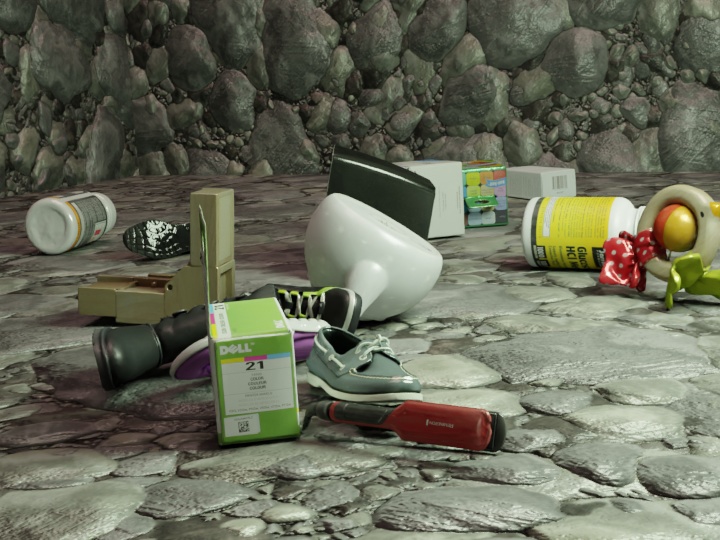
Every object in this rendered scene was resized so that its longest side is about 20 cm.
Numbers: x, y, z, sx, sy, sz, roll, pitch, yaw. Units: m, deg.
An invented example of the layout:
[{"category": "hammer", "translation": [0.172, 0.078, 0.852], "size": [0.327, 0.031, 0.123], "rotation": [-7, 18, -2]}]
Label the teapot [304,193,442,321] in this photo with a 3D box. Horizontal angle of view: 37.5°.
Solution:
[{"category": "teapot", "translation": [0.000, 0.000, 1.389], "size": [0.197, 0.146, 0.200], "rotation": [38, 13, 36]}]

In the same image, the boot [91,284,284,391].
[{"category": "boot", "translation": [-0.179, 0.070, 1.148], "size": [0.200, 0.066, 0.165], "rotation": [-12, 6, -4]}]

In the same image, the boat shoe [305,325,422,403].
[{"category": "boat shoe", "translation": [0.000, 0.091, 1.030], "size": [0.073, 0.062, 0.200], "rotation": [5, 0, -24]}]

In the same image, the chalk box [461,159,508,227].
[{"category": "chalk box", "translation": [0.237, -0.158, 2.208], "size": [0.125, 0.124, 0.200], "rotation": [-5, 10, -4]}]

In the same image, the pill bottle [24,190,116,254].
[{"category": "pill bottle", "translation": [-0.594, -0.104, 2.196], "size": [0.116, 0.117, 0.200], "rotation": [0, 10, 15]}]

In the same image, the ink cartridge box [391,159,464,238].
[{"category": "ink cartridge box", "translation": [0.083, -0.137, 2.076], "size": [0.200, 0.145, 0.147], "rotation": [-7, 10, -18]}]

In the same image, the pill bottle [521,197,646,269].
[{"category": "pill bottle", "translation": [0.361, -0.058, 1.649], "size": [0.200, 0.113, 0.112], "rotation": [2, 11, 28]}]

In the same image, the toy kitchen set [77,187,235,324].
[{"category": "toy kitchen set", "translation": [-0.272, -0.029, 1.495], "size": [0.200, 0.181, 0.163], "rotation": [3, 10, 9]}]

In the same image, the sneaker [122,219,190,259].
[{"category": "sneaker", "translation": [-0.366, -0.057, 2.044], "size": [0.200, 0.076, 0.088], "rotation": [-5, -5, -30]}]

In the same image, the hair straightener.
[{"category": "hair straightener", "translation": [0.036, 0.137, 0.931], "size": [0.200, 0.041, 0.077], "rotation": [-4, -13, 30]}]

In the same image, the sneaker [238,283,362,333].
[{"category": "sneaker", "translation": [-0.083, 0.052, 1.260], "size": [0.083, 0.072, 0.200], "rotation": [20, -18, -38]}]

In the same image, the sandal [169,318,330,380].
[{"category": "sandal", "translation": [-0.105, 0.091, 1.137], "size": [0.202, 0.083, 0.050], "rotation": [-10, 55, -37]}]

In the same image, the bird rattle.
[{"category": "bird rattle", "translation": [0.415, -0.033, 1.409], "size": [0.112, 0.163, 0.200], "rotation": [12, 13, -24]}]

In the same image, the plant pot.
[{"category": "plant pot", "translation": [0.026, -0.091, 1.769], "size": [0.177, 0.200, 0.200], "rotation": [10, 10, -2]}]

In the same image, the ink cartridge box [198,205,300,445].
[{"category": "ink cartridge box", "translation": [-0.107, 0.043, 0.991], "size": [0.076, 0.200, 0.148], "rotation": [-5, 11, -9]}]

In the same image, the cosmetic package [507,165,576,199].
[{"category": "cosmetic package", "translation": [0.432, -0.216, 2.616], "size": [0.102, 0.074, 0.200], "rotation": [-7, 9, -23]}]
